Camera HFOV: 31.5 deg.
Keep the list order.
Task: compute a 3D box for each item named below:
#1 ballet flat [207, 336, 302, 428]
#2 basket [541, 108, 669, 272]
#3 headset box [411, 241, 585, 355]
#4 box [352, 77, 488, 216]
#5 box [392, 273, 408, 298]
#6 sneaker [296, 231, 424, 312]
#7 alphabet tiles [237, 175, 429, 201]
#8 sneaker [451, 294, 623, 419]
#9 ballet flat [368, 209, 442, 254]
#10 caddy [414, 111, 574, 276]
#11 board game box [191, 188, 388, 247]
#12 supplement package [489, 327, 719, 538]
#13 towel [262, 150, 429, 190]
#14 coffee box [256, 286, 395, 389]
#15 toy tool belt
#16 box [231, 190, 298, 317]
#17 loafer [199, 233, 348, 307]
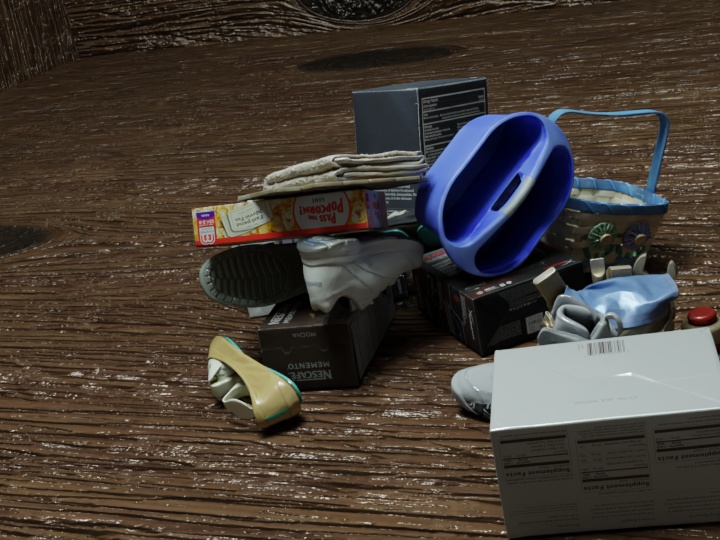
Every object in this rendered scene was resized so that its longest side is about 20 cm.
[{"bbox_3d":[-0.137,0.124,1.433,0.063,0.069,0.200,-35,27,-20],"label":"ballet flat"},{"bbox_3d":[0.297,-0.099,1.578,0.175,0.202,0.139,-4,15,-24],"label":"basket"},{"bbox_3d":[0.160,0.017,1.542,0.148,0.076,0.200,-18,21,-16],"label":"headset box"},{"bbox_3d":[0.094,-0.175,1.870,0.123,0.200,0.200,4,13,35],"label":"box"},{"bbox_3d":[-0.009,-0.002,1.743,0.142,0.036,0.200,-10,21,3],"label":"box"},{"bbox_3d":[0.000,0.000,1.450,0.074,0.088,0.199,5,8,41],"label":"sneaker"},{"bbox_3d":[-0.030,-0.092,1.448,0.199,0.006,0.166,-6,1,-30],"label":"alphabet tiles"},{"bbox_3d":[0.179,0.087,1.279,0.199,0.116,0.075,0,30,27],"label":"sneaker"},{"bbox_3d":[0.076,-0.052,1.632,0.199,0.073,0.073,-21,12,33],"label":"ballet flat"},{"bbox_3d":[0.159,-0.089,1.468,0.200,0.141,0.105,-53,25,-8],"label":"caddy"},{"bbox_3d":[-0.077,-0.061,1.478,0.198,0.047,0.151,-6,1,11],"label":"board game box"},{"bbox_3d":[0.221,0.141,1.127,0.198,0.112,0.156,-6,21,11],"label":"supplement package"},{"bbox_3d":[-0.019,-0.115,1.490,0.132,0.035,0.200,-5,0,-29],"label":"towel"},{"bbox_3d":[-0.037,0.061,1.520,0.112,0.080,0.200,-4,21,17],"label":"coffee box"},{"bbox_3d":[0.286,0.040,1.346,0.199,0.124,0.125,-11,20,-1],"label":"toy tool belt"},{"bbox_3d":[-0.126,-0.028,1.759,0.060,0.117,0.200,-11,21,6],"label":"box"},{"bbox_3d":[-0.093,0.003,1.507,0.199,0.076,0.070,-7,-3,-16],"label":"loafer"}]
